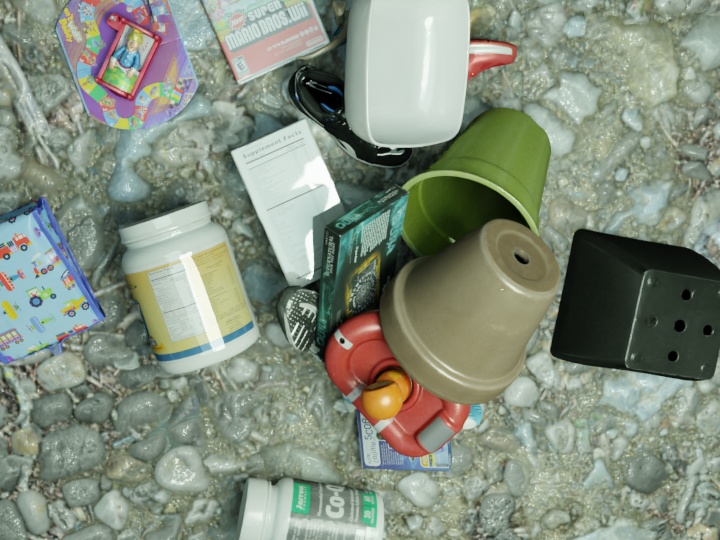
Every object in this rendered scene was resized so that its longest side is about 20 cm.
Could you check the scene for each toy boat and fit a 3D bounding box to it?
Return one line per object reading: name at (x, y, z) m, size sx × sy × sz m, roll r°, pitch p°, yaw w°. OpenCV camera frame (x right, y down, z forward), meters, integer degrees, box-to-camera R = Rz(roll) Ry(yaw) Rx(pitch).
toy boat at (0.037, 0.146, 1.011) m, size 0.200 × 0.131 × 0.131 m, roll 47°, pitch 108°, yaw 8°

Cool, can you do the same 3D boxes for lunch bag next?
lunch bag at (-0.450, 0.029, 1.091) m, size 0.150 × 0.094 × 0.201 m, roll -26°, pitch 110°, yaw -6°

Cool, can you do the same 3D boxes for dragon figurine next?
dragon figurine at (-0.001, -0.331, 1.083) m, size 0.059 × 0.099 × 0.201 m, roll 35°, pitch 84°, yaw 8°

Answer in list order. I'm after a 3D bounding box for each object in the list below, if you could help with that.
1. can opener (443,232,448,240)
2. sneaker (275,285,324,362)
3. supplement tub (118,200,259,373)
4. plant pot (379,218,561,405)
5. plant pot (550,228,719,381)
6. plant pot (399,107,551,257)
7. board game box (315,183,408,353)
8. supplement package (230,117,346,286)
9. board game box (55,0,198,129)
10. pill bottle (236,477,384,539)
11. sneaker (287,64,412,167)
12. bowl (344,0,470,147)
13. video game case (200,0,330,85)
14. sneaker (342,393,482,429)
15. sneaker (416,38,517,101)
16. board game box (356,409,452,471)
can opener at (0.118, 0.032, 1.181) m, size 0.066 × 0.053 × 0.202 m, roll 8°, pitch 97°, yaw -8°
sneaker at (-0.085, 0.068, 1.094) m, size 0.080 × 0.200 × 0.074 m, roll 28°, pitch 75°, yaw 20°
supplement tub at (-0.231, 0.020, 1.084) m, size 0.143 × 0.145 × 0.202 m, roll -19°, pitch 100°, yaw -5°
plant pot at (0.146, 0.032, 0.979) m, size 0.199 × 0.201 × 0.175 m, roll 27°, pitch 133°, yaw -11°
plant pot at (0.413, 0.063, 1.166) m, size 0.197 × 0.177 × 0.202 m, roll 9°, pitch 98°, yaw -9°
plant pot at (0.172, -0.114, 1.093) m, size 0.200 × 0.200 × 0.191 m, roll 39°, pitch 53°, yaw -11°
board game box at (0.000, 0.000, 1.051) m, size 0.135 × 0.028 × 0.201 m, roll -34°, pitch 145°, yaw -39°
supplement package at (-0.086, -0.093, 1.106) m, size 0.113 × 0.110 × 0.202 m, roll -23°, pitch 101°, yaw -4°
board game box at (-0.313, -0.290, 1.081) m, size 0.157 × 0.039 × 0.202 m, roll -19°, pitch 100°, yaw -5°
pill bottle at (-0.073, 0.362, 1.170) m, size 0.198 × 0.113 × 0.114 m, roll 11°, pitch 96°, yaw -10°
sneaker at (-0.011, -0.200, 1.093) m, size 0.199 × 0.112 × 0.073 m, roll 31°, pitch 93°, yaw -11°
bowl at (0.052, -0.262, 1.028) m, size 0.199 × 0.074 × 0.202 m, roll -13°, pitch 112°, yaw -44°
video game case at (-0.144, -0.375, 1.106) m, size 0.142 × 0.017 × 0.201 m, roll -24°, pitch 100°, yaw -4°
sneaker at (0.070, 0.180, 1.119) m, size 0.198 × 0.077 × 0.081 m, roll 16°, pitch 115°, yaw 16°
sneaker at (0.120, -0.263, 1.140) m, size 0.198 × 0.078 × 0.117 m, roll -1°, pitch 107°, yaw 4°
board game box at (0.059, 0.190, 1.176) m, size 0.134 × 0.034 × 0.202 m, roll -1°, pitch 102°, yaw 15°
